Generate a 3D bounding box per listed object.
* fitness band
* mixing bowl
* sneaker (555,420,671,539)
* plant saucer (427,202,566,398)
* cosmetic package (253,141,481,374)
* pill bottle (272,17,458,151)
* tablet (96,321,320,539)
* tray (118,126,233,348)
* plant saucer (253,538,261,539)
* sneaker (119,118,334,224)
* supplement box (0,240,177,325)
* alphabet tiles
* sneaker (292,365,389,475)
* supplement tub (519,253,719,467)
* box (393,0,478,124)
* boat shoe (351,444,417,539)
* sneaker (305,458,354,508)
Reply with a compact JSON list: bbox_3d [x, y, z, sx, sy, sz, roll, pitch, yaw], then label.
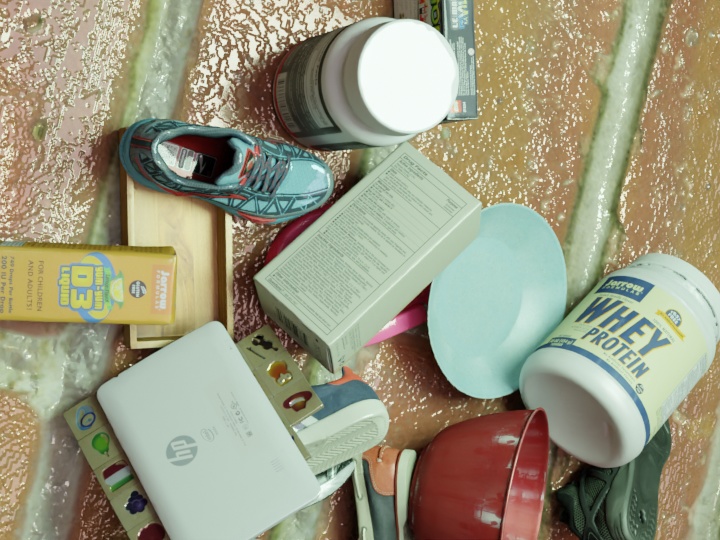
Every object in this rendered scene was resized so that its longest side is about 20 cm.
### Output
[{"bbox_3d":[0.000,0.000,1.201,0.200,0.037,0.144,-21,101,-22],"label":"fitness band"},{"bbox_3d":[0.113,0.225,1.200,0.108,0.200,0.201,9,90,19],"label":"mixing bowl"},{"bbox_3d":[0.271,0.217,1.315,0.076,0.114,0.200,40,50,-25],"label":"sneaker"},{"bbox_3d":[0.131,0.029,1.241,0.201,0.039,0.202,-8,103,-39],"label":"plant saucer"},{"bbox_3d":[0.008,-0.013,1.126,0.200,0.073,0.104,-41,69,-17],"label":"cosmetic package"},{"bbox_3d":[0.003,-0.168,1.103,0.114,0.200,0.114,-2,94,-23],"label":"pill bottle"},{"bbox_3d":[-0.135,0.147,1.048,0.130,0.014,0.200,-30,60,-9],"label":"tablet"},{"bbox_3d":[-0.171,-0.031,1.126,0.098,0.037,0.201,-2,95,-23],"label":"tray"},{"bbox_3d":[-0.146,0.278,1.097,0.200,0.200,0.050,0,55,-23],"label":"plant saucer"},{"bbox_3d":[-0.110,-0.085,1.078,0.199,0.095,0.080,8,91,-23],"label":"sneaker"},{"bbox_3d":[-0.259,0.010,1.052,0.199,0.069,0.067,1,94,-12],"label":"supplement box"},{"bbox_3d":[-0.141,0.135,1.068,0.200,0.008,0.167,-32,60,-10],"label":"alphabet tiles"},{"bbox_3d":[-0.077,0.150,1.108,0.200,0.085,0.075,-20,139,-13],"label":"sneaker"},{"bbox_3d":[0.275,0.089,1.255,0.200,0.145,0.145,-42,108,-29],"label":"supplement tub"},{"bbox_3d":[0.070,-0.243,1.177,0.035,0.110,0.201,-4,95,-23],"label":"box"},{"bbox_3d":[0.021,0.269,1.212,0.062,0.071,0.201,4,105,14],"label":"boat shoe"},{"bbox_3d":[-0.100,0.189,1.146,0.200,0.080,0.087,-21,99,-22],"label":"sneaker"}]
